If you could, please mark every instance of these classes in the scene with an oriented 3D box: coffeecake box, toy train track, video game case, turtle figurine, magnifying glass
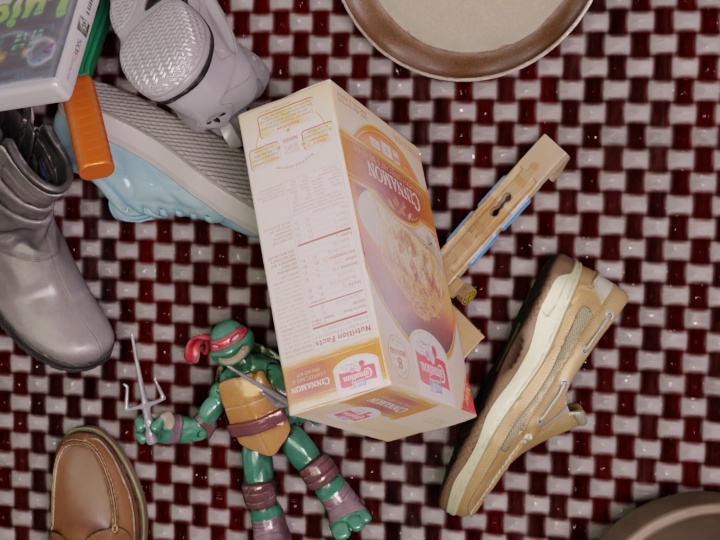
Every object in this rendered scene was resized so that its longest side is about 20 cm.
[{"bbox_3d":[0.000,0.000,0.883,0.072,0.153,0.202,-18,71,20],"label":"coffeecake box"},{"bbox_3d":[0.076,-0.011,0.956,0.200,0.032,0.115,-48,63,7],"label":"toy train track"},{"bbox_3d":[-0.272,-0.191,0.969,0.198,0.023,0.184,-4,61,25],"label":"video game case"},{"bbox_3d":[-0.075,0.110,0.973,0.149,0.101,0.202,-17,106,30],"label":"turtle figurine"},{"bbox_3d":[-0.210,-0.151,0.972,0.079,0.022,0.202,-12,59,-13],"label":"magnifying glass"}]

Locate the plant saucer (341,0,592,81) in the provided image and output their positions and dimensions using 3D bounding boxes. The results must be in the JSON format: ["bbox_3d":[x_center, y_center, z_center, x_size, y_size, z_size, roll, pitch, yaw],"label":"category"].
[{"bbox_3d":[0.077,-0.234,0.936,0.198,0.032,0.203,1,95,15],"label":"plant saucer"}]

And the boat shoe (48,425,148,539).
[{"bbox_3d":[-0.206,0.223,1.032,0.071,0.068,0.202,-9,92,17],"label":"boat shoe"}]

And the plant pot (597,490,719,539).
[{"bbox_3d":[0.240,0.251,0.837,0.197,0.174,0.203,0,89,-4],"label":"plant pot"}]

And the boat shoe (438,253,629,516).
[{"bbox_3d":[0.124,0.093,0.938,0.076,0.072,0.202,26,101,-1],"label":"boat shoe"}]

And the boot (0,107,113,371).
[{"bbox_3d":[-0.239,-0.029,0.983,0.200,0.070,0.132,50,137,5],"label":"boot"}]

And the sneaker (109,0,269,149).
[{"bbox_3d":[-0.129,-0.180,0.975,0.075,0.115,0.202,-25,55,15],"label":"sneaker"}]

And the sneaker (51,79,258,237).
[{"bbox_3d":[-0.144,-0.065,0.997,0.199,0.074,0.083,31,119,13],"label":"sneaker"}]
